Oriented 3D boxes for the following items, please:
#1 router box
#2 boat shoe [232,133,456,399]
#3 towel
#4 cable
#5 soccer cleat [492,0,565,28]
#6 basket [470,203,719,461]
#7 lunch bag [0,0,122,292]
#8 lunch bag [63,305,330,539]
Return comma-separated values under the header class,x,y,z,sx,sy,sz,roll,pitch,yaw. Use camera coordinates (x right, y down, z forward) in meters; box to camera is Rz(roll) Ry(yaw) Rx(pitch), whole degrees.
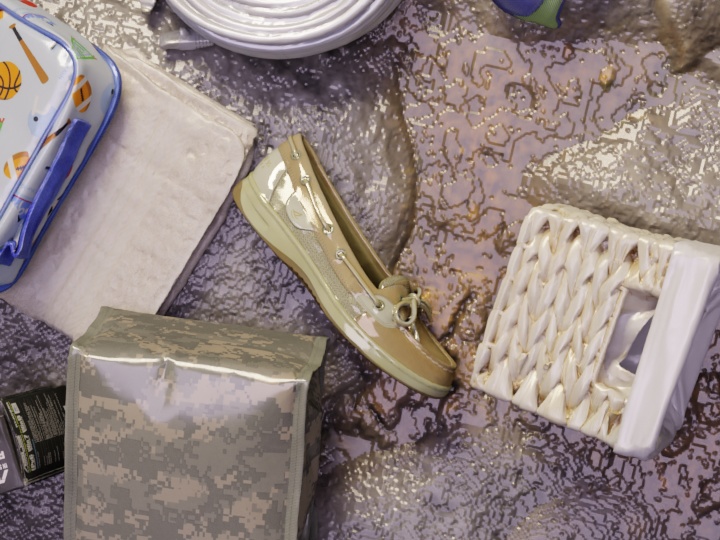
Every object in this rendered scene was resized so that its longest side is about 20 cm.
class,x,y,z,sx,sy,sz,roll,pitch,yaw
router box,-0.301,0.135,1.478,0.200,0.150,0.062,-17,89,8
boat shoe,0.000,-0.001,1.471,0.063,0.073,0.201,-44,79,12
towel,-0.167,-0.044,1.512,0.132,0.034,0.200,33,97,7
cable,-0.054,-0.242,1.468,0.200,0.069,0.200,4,93,8
soccer cleat,0.154,-0.253,1.453,0.084,0.065,0.200,33,92,-24
basket,0.157,0.032,1.387,0.123,0.200,0.136,20,95,12
lunch bag,-0.258,-0.085,1.484,0.160,0.076,0.200,33,99,24
lunch bag,-0.111,0.139,1.464,0.164,0.118,0.200,7,105,5
